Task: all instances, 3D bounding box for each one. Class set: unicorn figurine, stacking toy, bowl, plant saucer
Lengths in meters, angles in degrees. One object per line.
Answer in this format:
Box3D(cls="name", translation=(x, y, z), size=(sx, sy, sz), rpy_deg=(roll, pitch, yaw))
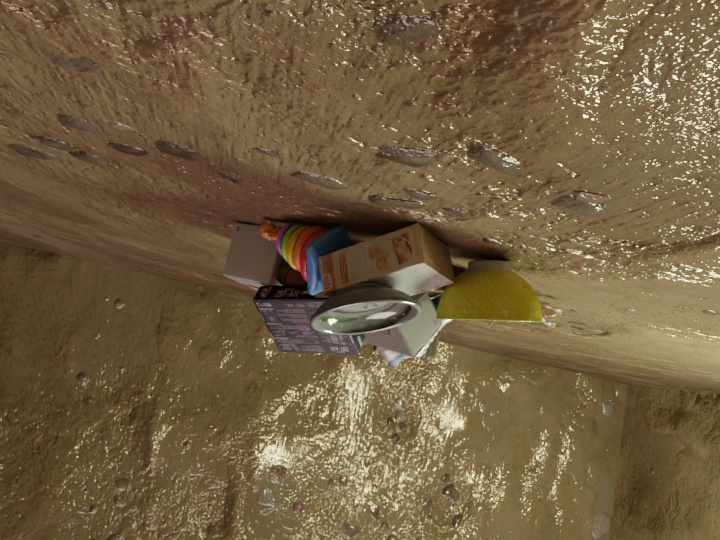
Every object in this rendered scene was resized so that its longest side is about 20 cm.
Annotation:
Box3D(cls="unicorn figurine", translation=(0.399, 0.095, 1.481), size=(0.135, 0.075, 0.201), rpy_deg=(20, 157, 7))
Box3D(cls="stacking toy", translation=(-0.123, -0.050, 1.190), size=(0.197, 0.118, 0.109), rpy_deg=(25, -140, 33))
Box3D(cls="bowl", translation=(0.239, 0.039, 1.146), size=(0.195, 0.111, 0.200), rpy_deg=(2, 176, 0))
Box3D(cls="plant saucer", translation=(0.007, 0.062, 1.073), size=(0.195, 0.051, 0.201), rpy_deg=(-7, 160, -3))

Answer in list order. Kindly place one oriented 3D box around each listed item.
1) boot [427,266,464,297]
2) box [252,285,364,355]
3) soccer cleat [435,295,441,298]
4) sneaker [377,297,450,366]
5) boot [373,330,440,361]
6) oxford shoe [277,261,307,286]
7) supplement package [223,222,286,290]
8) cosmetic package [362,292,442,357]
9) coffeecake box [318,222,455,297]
Box3D(cls="boot", translation=(0.112, 0.019, 1.339), size=(0.195, 0.075, 0.155), rpy_deg=(8, 168, -20))
Box3D(cls="box", translation=(-0.106, 0.104, 1.281), size=(0.196, 0.044, 0.162), rpy_deg=(-2, 131, 25))
Box3D(cls="soccer cleat", translation=(0.224, 0.064, 1.377), size=(0.072, 0.070, 0.198), rpy_deg=(-21, -173, -35))
Box3D(cls="sneaker", translation=(0.128, 0.130, 1.334), size=(0.082, 0.197, 0.077), rpy_deg=(59, -176, -24))
Box3D(cls="boot", translation=(0.110, 0.129, 1.455), size=(0.151, 0.073, 0.202), rpy_deg=(13, -147, -3))
Box3D(cls="oxford shoe", translation=(-0.115, 0.038, 1.351), size=(0.071, 0.072, 0.200), rpy_deg=(32, 180, 19))
Box3D(cls="supplement package", translation=(-0.201, -0.016, 1.383), size=(0.118, 0.123, 0.200), rpy_deg=(10, 170, 18))
Box3D(cls="cosmetic package", translation=(0.058, 0.096, 1.275), size=(0.198, 0.103, 0.088), rpy_deg=(8, 134, 51))
Box3D(cls="coffeecake box", translation=(0.048, -0.001, 1.102), size=(0.196, 0.075, 0.153), rpy_deg=(-18, 159, 24))
